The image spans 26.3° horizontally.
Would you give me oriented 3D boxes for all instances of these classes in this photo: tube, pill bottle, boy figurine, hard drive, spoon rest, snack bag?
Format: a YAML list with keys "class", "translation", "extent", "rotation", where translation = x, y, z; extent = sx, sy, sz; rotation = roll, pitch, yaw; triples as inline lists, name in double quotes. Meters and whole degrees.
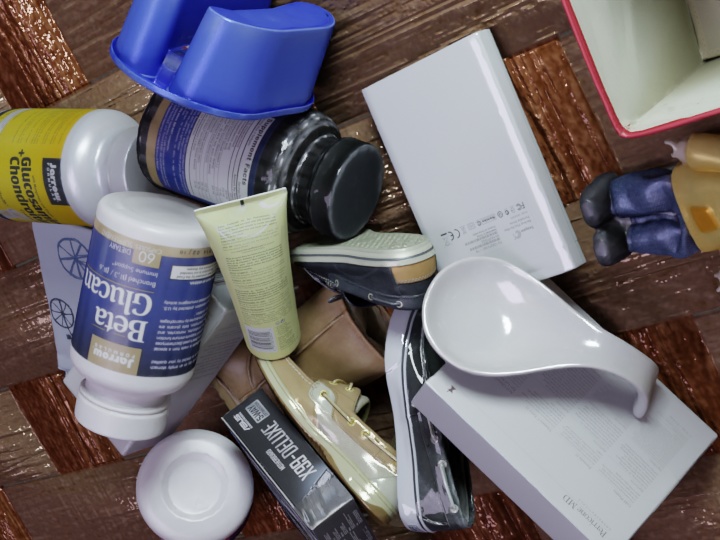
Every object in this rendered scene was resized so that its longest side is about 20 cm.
- class: "tube"
  translation: [-0.087, 0.001, 1.319]
  extent: [0.052, 0.058, 0.200]
  rotation: [26, 151, 24]
- class: "pill bottle"
  translation: [-0.086, -0.096, 1.337]
  extent: [0.200, 0.112, 0.112]
  rotation: [20, 126, 26]
- class: "boy figurine"
  translation: [0.266, -0.042, 1.136]
  extent: [0.200, 0.064, 0.124]
  rotation: [-3, 110, 42]
- class: "pill bottle"
  translation: [-0.191, 0.041, 1.339]
  extent: [0.111, 0.111, 0.200]
  rotation: [22, 109, 26]
- class: "pill bottle"
  translation: [-0.270, -0.099, 1.474]
  extent: [0.200, 0.112, 0.112]
  rotation: [4, 118, 36]
- class: "hard drive"
  translation: [0.090, -0.078, 1.251]
  extent: [0.132, 0.026, 0.200]
  rotation: [-21, 92, 42]
- class: "spoon rest"
  translation: [0.144, 0.054, 1.207]
  extent: [0.200, 0.099, 0.061]
  rotation: [22, 157, -4]
- class: "snack bag"
  translation: [-0.258, 0.042, 1.611]
  extent: [0.189, 0.021, 0.200]
  rotation: [14, 123, 31]
- class: "pill bottle"
  translation: [-0.163, 0.224, 1.538]
  extent: [0.112, 0.112, 0.200]
  rotation: [45, 168, 6]

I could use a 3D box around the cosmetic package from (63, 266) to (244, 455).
- class: "cosmetic package"
  translation: [-0.184, 0.068, 1.449]
  extent: [0.101, 0.071, 0.200]
  rotation: [48, 119, 18]

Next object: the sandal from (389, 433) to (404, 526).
- class: "sandal"
  translation: [0.088, 0.136, 1.378]
  extent: [0.078, 0.070, 0.212]
  rotation: [33, 110, 36]

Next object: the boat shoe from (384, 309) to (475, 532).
- class: "boat shoe"
  translation: [0.066, 0.120, 1.302]
  extent: [0.068, 0.074, 0.199]
  rotation: [-8, 77, 31]

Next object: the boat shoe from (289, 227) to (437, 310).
- class: "boat shoe"
  translation: [0.000, 0.000, 1.323]
  extent: [0.200, 0.075, 0.062]
  rotation: [9, 115, 58]

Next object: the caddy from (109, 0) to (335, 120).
- class: "caddy"
  translation: [-0.112, -0.179, 1.259]
  extent: [0.141, 0.200, 0.105]
  rotation: [33, 114, 20]

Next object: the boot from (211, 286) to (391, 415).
- class: "boot"
  translation: [-0.073, 0.056, 1.455]
  extent: [0.175, 0.066, 0.200]
  rotation: [51, 131, -2]

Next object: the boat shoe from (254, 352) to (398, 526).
- class: "boat shoe"
  translation: [-0.018, 0.137, 1.381]
  extent: [0.200, 0.066, 0.074]
  rotation: [49, 171, 21]

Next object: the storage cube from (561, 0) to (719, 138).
- class: "storage cube"
  translation: [0.240, -0.209, 0.977]
  extent: [0.171, 0.180, 0.200]
  rotation: [-13, 107, 41]

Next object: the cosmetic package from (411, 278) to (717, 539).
- class: "cosmetic package"
  translation: [0.165, 0.120, 1.244]
  extent: [0.200, 0.151, 0.052]
  rotation: [44, 150, 9]

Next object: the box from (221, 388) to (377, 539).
- class: "box"
  translation: [-0.040, 0.221, 1.438]
  extent: [0.158, 0.050, 0.200]
  rotation: [46, 168, 37]
